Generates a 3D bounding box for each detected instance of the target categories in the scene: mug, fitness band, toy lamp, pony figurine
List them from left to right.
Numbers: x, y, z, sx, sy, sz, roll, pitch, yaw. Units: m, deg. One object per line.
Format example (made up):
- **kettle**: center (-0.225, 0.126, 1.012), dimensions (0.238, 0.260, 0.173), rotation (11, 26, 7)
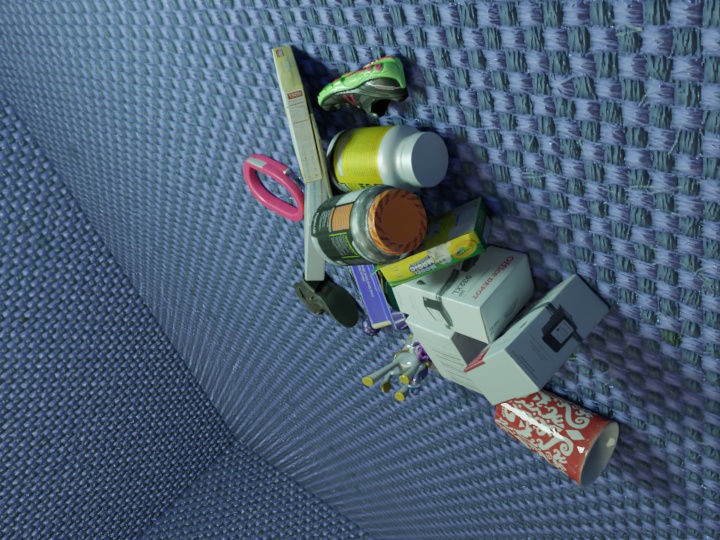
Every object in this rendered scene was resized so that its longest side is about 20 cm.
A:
- **fitness band**: center (-0.192, -0.187, 1.532), dimensions (0.200, 0.037, 0.144), rotation (30, 151, 31)
- **toy lamp**: center (0.068, 0.113, 1.545), dimensions (0.058, 0.058, 0.200), rotation (50, 155, -8)
- **pony figurine**: center (0.126, 0.189, 1.454), dimensions (0.192, 0.200, 0.167), rotation (-11, 113, 41)
- **mug**: center (0.372, 0.317, 1.309), dimensions (0.200, 0.133, 0.178), rotation (27, 146, 39)

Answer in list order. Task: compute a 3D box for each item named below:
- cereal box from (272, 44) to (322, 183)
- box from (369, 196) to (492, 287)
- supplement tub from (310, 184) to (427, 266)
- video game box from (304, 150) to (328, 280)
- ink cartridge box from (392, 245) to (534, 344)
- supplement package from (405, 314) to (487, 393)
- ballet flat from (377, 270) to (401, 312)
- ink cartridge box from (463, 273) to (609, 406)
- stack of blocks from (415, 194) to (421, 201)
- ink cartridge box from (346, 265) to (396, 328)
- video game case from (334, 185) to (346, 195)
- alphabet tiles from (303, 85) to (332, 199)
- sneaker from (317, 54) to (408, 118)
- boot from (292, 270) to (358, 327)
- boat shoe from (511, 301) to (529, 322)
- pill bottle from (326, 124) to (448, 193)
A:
- **cereal box**: center (-0.113, -0.277, 1.212), dimensions (0.201, 0.039, 0.144), rotation (79, 175, -47)
- **box**: center (0.113, -0.041, 1.112), dimensions (0.199, 0.117, 0.048), rotation (-20, 115, 28)
- **supplement tub**: center (0.012, -0.070, 1.086), dimensions (0.123, 0.122, 0.200), rotation (55, 156, -17)
- **video game box**: center (-0.090, -0.107, 1.359), dimensions (0.200, 0.047, 0.183), rotation (100, 166, -58)
- **ink cartridge box**: center (0.174, 0.024, 1.171), dimensions (0.199, 0.145, 0.084), rotation (18, 141, 43)
- **supplement package**: center (0.191, 0.127, 1.289), dimensions (0.109, 0.114, 0.200), rotation (19, 153, 42)
- **ballet flat**: center (0.058, -0.010, 1.270), dimensions (0.065, 0.070, 0.201), rotation (-123, 13, -51)
- **ink cartridge box**: center (0.280, 0.112, 1.084), dimensions (0.083, 0.200, 0.145), rotation (48, 153, 5)
- **stack of blocks**: center (0.080, -0.056, 1.293), dimensions (0.115, 0.059, 0.201), rotation (19, 142, 43)
- **ink cartridge box**: center (0.000, 0.000, 1.324), dimensions (0.200, 0.043, 0.199), rotation (-124, 13, -66)
- **video game case**: center (0.002, -0.064, 1.367), dimensions (0.143, 0.017, 0.201), rotation (-120, 8, -51)
- **alphabet tiles**: center (-0.075, -0.224, 1.213), dimensions (0.168, 0.008, 0.201), rotation (79, 177, -47)
- **sneaker**: center (0.001, -0.278, 1.089), dimensions (0.200, 0.077, 0.084), rotation (1, 125, 56)
- **boot**: center (-0.091, 0.081, 1.731), dimensions (0.200, 0.069, 0.174), rotation (47, 159, 7)
- **boat shoe**: center (0.291, 0.121, 1.226), dimensions (0.072, 0.068, 0.200), rotation (-2, 127, 54)
- **pill bottle**: center (0.043, -0.181, 1.117), dimensions (0.200, 0.112, 0.113), rotation (10, 136, 50)
